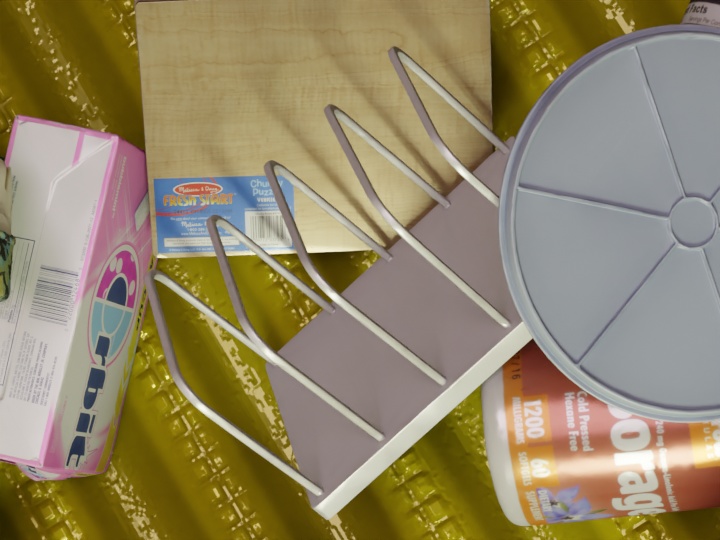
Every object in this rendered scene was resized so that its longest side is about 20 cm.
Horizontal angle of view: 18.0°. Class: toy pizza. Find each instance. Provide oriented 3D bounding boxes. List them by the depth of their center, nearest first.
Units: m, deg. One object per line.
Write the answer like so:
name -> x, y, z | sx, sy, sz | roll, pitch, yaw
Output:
toy pizza -> 0.165, -0.024, 1.158 | 0.199, 0.032, 0.202 | 0, 90, -10

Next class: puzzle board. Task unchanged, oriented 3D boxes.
puzzle board -> -0.024, -0.084, 1.293 | 0.198, 0.017, 0.152 | -2, 110, 0

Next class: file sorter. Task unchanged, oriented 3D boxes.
file sorter -> 0.000, 0.000, 1.225 | 0.200, 0.124, 0.139 | -42, 33, 13

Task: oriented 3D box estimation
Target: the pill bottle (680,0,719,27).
pill bottle -> 0.218, -0.097, 1.236 | 0.111, 0.111, 0.201 | 24, 90, 15

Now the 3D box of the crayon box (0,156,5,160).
crayon box -> -0.296, 0.011, 1.371 | 0.118, 0.058, 0.201 | 17, 87, 15

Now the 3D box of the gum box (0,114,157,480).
gum box -> -0.172, 0.022, 1.312 | 0.066, 0.113, 0.201 | 12, 86, 14

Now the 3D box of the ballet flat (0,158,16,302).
ballet flat -> -0.228, -0.049, 1.252 | 0.074, 0.074, 0.200 | -52, 39, 3

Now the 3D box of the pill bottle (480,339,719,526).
pill bottle -> 0.171, 0.073, 1.227 | 0.199, 0.112, 0.113 | -8, 82, 12
